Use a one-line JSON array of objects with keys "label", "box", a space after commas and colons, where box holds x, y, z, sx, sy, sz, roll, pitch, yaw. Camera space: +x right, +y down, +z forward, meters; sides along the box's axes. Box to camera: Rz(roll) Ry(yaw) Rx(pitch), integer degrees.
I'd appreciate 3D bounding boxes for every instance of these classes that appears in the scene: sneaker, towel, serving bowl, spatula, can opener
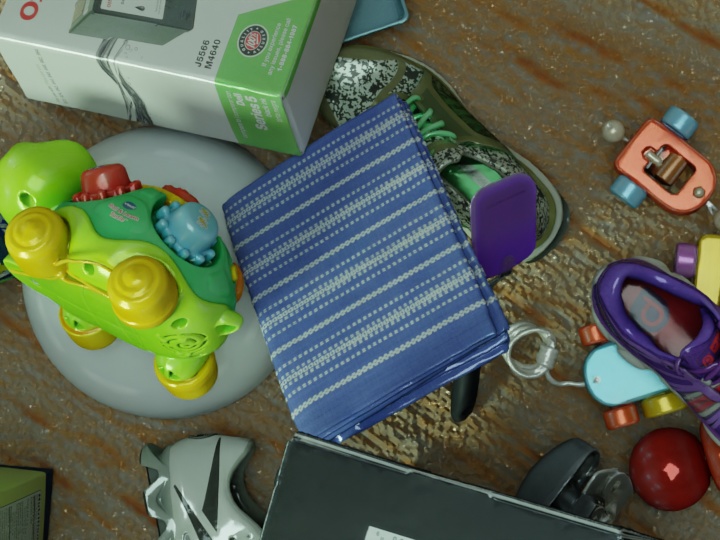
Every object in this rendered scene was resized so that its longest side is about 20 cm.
[{"label": "sneaker", "box": [-0.084, 0.206, 1.185, 0.088, 0.074, 0.201, -11, 89, 9]}, {"label": "towel", "box": [0.000, 0.000, 1.094, 0.144, 0.024, 0.200, -31, 54, 13]}, {"label": "serving bowl", "box": [-0.137, 0.002, 1.196, 0.199, 0.066, 0.201, 0, 91, 7]}, {"label": "spatula", "box": [0.079, 0.023, 1.137, 0.056, 0.200, 0.021, -25, 53, -33]}, {"label": "sneaker", "box": [0.051, -0.082, 1.161, 0.200, 0.089, 0.077, 36, 94, 6]}, {"label": "can opener", "box": [0.105, 0.203, 1.157, 0.067, 0.053, 0.200, 37, 96, 37]}, {"label": "sneaker", "box": [0.220, 0.064, 1.083, 0.200, 0.083, 0.081, 34, 93, 11]}]

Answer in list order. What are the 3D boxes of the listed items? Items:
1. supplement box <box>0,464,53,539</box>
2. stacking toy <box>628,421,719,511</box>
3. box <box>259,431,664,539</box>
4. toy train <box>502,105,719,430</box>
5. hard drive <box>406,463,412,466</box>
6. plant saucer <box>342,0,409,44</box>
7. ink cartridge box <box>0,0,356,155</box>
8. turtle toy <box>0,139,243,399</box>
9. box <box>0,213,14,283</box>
[{"label": "supplement box", "box": [-0.322, 0.196, 1.150, 0.199, 0.200, 0.135, 4, 91, 7]}, {"label": "stacking toy", "box": [0.270, 0.108, 1.148, 0.199, 0.085, 0.086, -18, 88, 14]}, {"label": "box", "box": [0.065, 0.184, 1.033, 0.199, 0.197, 0.124, 14, 86, 22]}, {"label": "toy train", "box": [0.185, 0.003, 1.165, 0.150, 0.056, 0.200, 34, 91, 7]}, {"label": "hard drive", "box": [0.043, 0.249, 1.194, 0.132, 0.027, 0.201, 27, 94, 6]}, {"label": "plant saucer", "box": [-0.069, -0.164, 1.204, 0.199, 0.019, 0.070, -18, 73, 6]}, {"label": "ink cartridge box", "box": [-0.115, -0.172, 1.151, 0.199, 0.084, 0.146, 13, 69, 13]}, {"label": "turtle toy", "box": [-0.152, -0.013, 1.104, 0.199, 0.146, 0.101, 26, 70, 20]}, {"label": "box", "box": [-0.315, 0.007, 1.193, 0.199, 0.064, 0.070, -25, 87, 21]}]
